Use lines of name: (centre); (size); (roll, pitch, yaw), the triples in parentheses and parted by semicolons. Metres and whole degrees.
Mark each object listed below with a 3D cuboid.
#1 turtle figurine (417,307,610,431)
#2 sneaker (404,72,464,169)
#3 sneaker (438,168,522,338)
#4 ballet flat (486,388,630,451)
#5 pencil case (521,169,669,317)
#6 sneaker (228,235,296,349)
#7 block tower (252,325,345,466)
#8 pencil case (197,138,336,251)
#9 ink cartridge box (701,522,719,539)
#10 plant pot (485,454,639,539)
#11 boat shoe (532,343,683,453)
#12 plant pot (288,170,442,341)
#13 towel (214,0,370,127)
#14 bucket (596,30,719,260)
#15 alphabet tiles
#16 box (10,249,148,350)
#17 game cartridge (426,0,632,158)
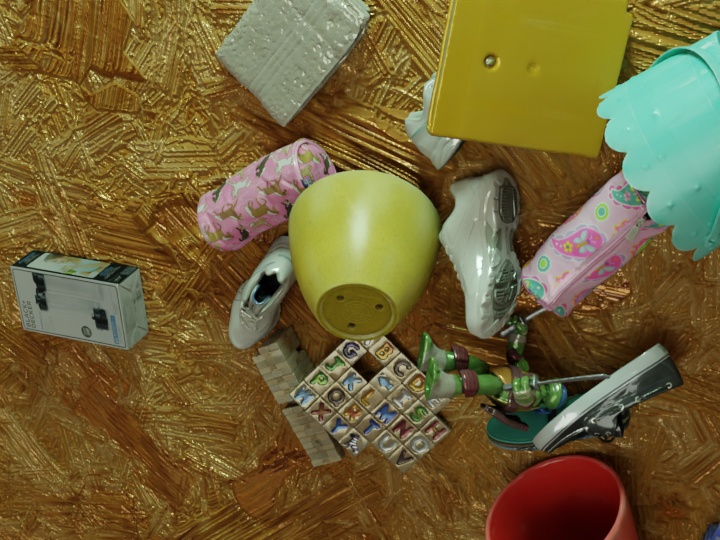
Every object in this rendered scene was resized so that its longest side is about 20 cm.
turtle figurine: (0.176, 0.103, 1.264); (0.191, 0.146, 0.201); (6, 149, -9)
sneaker: (0.117, -0.209, 1.186); (0.080, 0.070, 0.201); (40, 126, 3)
sneaker: (0.140, -0.019, 1.254); (0.098, 0.077, 0.203); (0, 83, 41)
ballet flat: (0.261, 0.205, 1.347); (0.198, 0.074, 0.075); (-18, 108, 35)
pencil case: (0.276, -0.033, 1.194); (0.087, 0.088, 0.200); (43, 124, -2)
sneaker: (-0.142, 0.040, 1.427); (0.074, 0.087, 0.201); (32, 126, 3)
block tower: (-0.083, 0.184, 1.497); (0.054, 0.058, 0.202); (-19, 105, 31)
pencil case: (-0.126, -0.095, 1.352); (0.199, 0.088, 0.082); (-24, 143, 33)
ink cartridge box: (0.494, 0.416, 1.364); (0.118, 0.042, 0.202); (22, 126, 13)
plant pot: (0.287, 0.377, 1.358); (0.198, 0.201, 0.178); (-16, 120, 30)
boat shoe: (0.302, 0.171, 1.246); (0.199, 0.070, 0.067); (-38, 74, 13)
plant pot: (0.000, 0.000, 1.266); (0.197, 0.143, 0.202); (3, 134, 4)
towel: (-0.083, -0.286, 1.259); (0.133, 0.034, 0.200); (46, 126, -2)
bucket: (0.350, -0.131, 1.046); (0.134, 0.207, 0.208); (-34, 99, 28)
alphabet tiles: (0.024, 0.189, 1.444); (0.200, 0.008, 0.167); (43, 109, -8)
box: (-0.430, 0.045, 1.577); (0.197, 0.060, 0.118); (10, 120, 20)
game cartridge: (0.182, -0.220, 1.111); (0.197, 0.032, 0.179); (7, 110, -12)
